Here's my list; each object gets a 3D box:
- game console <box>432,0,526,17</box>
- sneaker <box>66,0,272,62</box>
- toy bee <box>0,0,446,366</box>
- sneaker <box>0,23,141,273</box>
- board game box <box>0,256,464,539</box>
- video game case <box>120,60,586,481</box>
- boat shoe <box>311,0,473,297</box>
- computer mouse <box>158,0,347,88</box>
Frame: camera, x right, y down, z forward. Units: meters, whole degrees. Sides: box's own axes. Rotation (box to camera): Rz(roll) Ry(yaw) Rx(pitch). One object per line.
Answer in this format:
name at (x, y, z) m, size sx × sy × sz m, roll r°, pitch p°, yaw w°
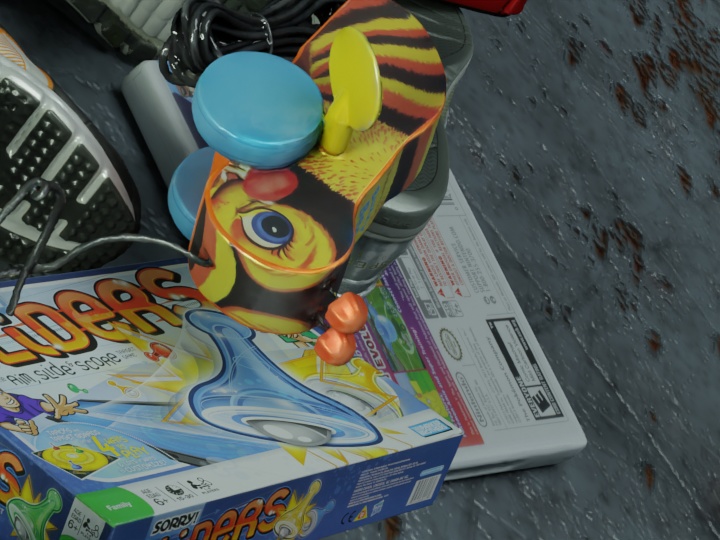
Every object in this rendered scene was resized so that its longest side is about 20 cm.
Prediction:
game console at (-0.024, -0.182, 1.164) m, size 0.176 × 0.031 × 0.200 m, roll 8°, pitch 27°, yaw -49°
sneaker at (-0.111, -0.153, 1.056) m, size 0.199 × 0.074 × 0.085 m, roll 22°, pitch 42°, yaw -38°
toy bee at (-0.026, -0.016, 0.908) m, size 0.109 × 0.131 × 0.200 m, roll 40°, pitch 72°, yaw 17°
sneaker at (-0.154, -0.081, 0.934) m, size 0.200 × 0.074 × 0.080 m, roll 43°, pitch 31°, yaw -14°
board game box at (-0.072, 0.049, 0.891) m, size 0.135 × 0.035 × 0.200 m, roll 34°, pitch 24°, yaw 27°
video game case at (0.000, 0.000, 1.095) m, size 0.182 × 0.023 × 0.201 m, roll -2°, pitch 61°, yaw -52°
boat shoe at (0.004, -0.067, 1.097) m, size 0.074 × 0.065 × 0.203 m, roll 19°, pitch 36°, yaw -13°
computer mouse at (-0.075, -0.155, 1.000) m, size 0.109 × 0.044 × 0.201 m, roll -8°, pitch 56°, yaw -46°
